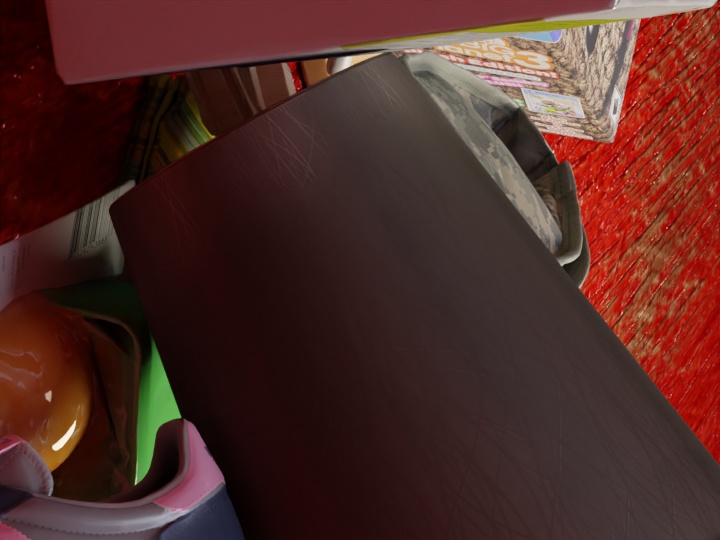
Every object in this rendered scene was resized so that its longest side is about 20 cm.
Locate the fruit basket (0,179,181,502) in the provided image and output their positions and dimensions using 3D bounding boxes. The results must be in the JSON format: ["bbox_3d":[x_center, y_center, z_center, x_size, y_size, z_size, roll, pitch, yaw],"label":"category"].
[{"bbox_3d":[-0.140,0.079,1.020,0.200,0.094,0.185,-28,128,-51],"label":"fruit basket"}]

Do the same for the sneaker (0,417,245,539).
[{"bbox_3d":[-0.130,0.096,0.932,0.200,0.070,0.082,-8,88,-30],"label":"sneaker"}]

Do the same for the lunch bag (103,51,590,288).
[{"bbox_3d":[0.000,0.000,1.179,0.118,0.164,0.200,56,13,3],"label":"lunch bag"}]

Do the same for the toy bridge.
[{"bbox_3d":[-0.057,-0.087,1.219,0.200,0.027,0.067,55,20,-69],"label":"toy bridge"}]

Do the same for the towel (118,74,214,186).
[{"bbox_3d":[-0.093,0.022,1.234,0.086,0.018,0.200,49,54,-70],"label":"towel"}]

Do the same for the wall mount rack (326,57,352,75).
[{"bbox_3d":[0.047,-0.168,1.237,0.075,0.174,0.200,45,48,-30],"label":"wall mount rack"}]

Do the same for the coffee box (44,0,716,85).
[{"bbox_3d":[0.003,-0.176,1.037,0.200,0.198,0.200,-20,103,-73],"label":"coffee box"}]

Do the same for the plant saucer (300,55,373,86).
[{"bbox_3d":[0.017,-0.172,1.464,0.200,0.037,0.200,11,90,-74],"label":"plant saucer"}]

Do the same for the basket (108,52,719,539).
[{"bbox_3d":[0.012,0.038,1.012,0.200,0.180,0.136,62,-9,0],"label":"basket"}]

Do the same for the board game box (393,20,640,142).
[{"bbox_3d":[0.079,-0.168,1.434,0.200,0.097,0.160,43,59,-72],"label":"board game box"}]
